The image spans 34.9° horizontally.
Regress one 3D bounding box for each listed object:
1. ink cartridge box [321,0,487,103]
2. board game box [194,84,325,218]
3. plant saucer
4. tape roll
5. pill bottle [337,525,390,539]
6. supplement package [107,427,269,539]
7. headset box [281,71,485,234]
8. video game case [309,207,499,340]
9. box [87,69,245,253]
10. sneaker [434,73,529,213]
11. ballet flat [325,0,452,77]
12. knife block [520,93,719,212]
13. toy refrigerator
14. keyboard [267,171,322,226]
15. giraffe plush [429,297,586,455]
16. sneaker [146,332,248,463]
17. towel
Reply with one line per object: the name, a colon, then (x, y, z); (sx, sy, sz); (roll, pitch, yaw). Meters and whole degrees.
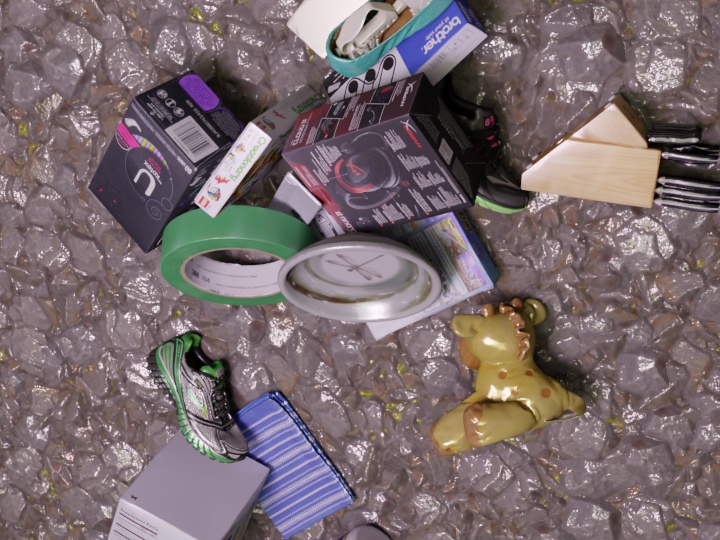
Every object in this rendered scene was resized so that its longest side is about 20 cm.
ink cartridge box: (0.048, -0.248, 1.351); (0.200, 0.044, 0.094); (-41, 55, 25)
board game box: (-0.119, -0.148, 1.384); (0.035, 0.200, 0.126); (39, 117, -1)
plant saucer: (0.000, 0.000, 1.393); (0.199, 0.050, 0.200); (2, 153, 1)
tape roll: (-0.153, -0.016, 1.456); (0.200, 0.200, 0.048); (-10, 63, 22)
pill bottle: (-0.040, 0.455, 1.625); (0.200, 0.111, 0.111); (-40, 93, 26)
supplement package: (-0.251, 0.367, 1.610); (0.147, 0.191, 0.201); (27, 122, 7)
headset box: (0.019, -0.125, 1.318); (0.199, 0.075, 0.149); (-14, 131, 35)
video game case: (0.050, -0.036, 1.452); (0.181, 0.045, 0.201); (-26, 99, 26)
box: (-0.243, -0.134, 1.442); (0.122, 0.106, 0.200); (48, 139, 6)
sneaker: (0.135, -0.150, 1.365); (0.084, 0.077, 0.200); (-39, 95, 30)
ballet flat: (0.039, -0.293, 1.284); (0.200, 0.070, 0.067); (-41, 72, 17)
knife block: (0.312, -0.105, 1.327); (0.200, 0.064, 0.176); (-38, 93, 26)
toy refrigerator: (0.007, -0.344, 1.339); (0.070, 0.076, 0.200); (42, 116, 0)
keyboard: (-0.085, -0.077, 1.425); (0.056, 0.200, 0.011); (40, 75, -3)
giraffe plush: (0.173, 0.124, 1.422); (0.200, 0.172, 0.163); (-23, 79, 35)
sneaker: (-0.216, 0.178, 1.593); (0.085, 0.078, 0.200); (-36, 85, 22)
towel: (-0.116, 0.280, 1.637); (0.145, 0.024, 0.200); (-34, 96, 27)
